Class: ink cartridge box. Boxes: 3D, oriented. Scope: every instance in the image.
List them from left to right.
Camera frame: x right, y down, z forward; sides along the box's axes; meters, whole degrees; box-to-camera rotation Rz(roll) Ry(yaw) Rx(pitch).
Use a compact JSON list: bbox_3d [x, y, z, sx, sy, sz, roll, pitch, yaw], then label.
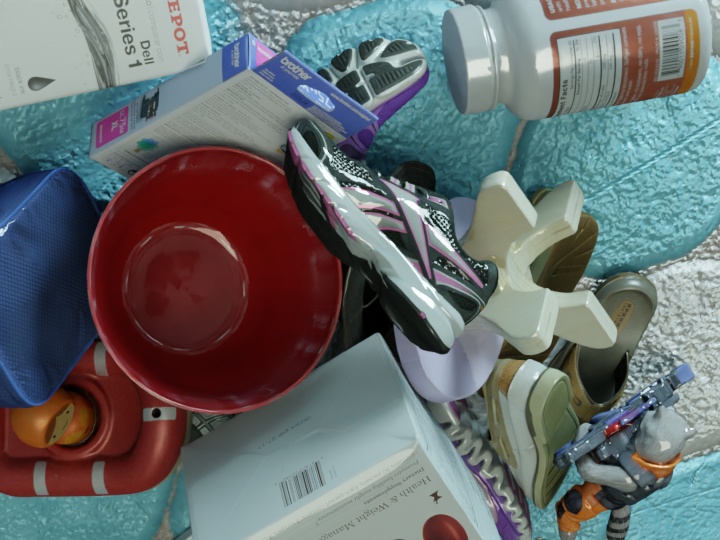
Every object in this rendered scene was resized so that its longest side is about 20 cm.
[{"bbox_3d":[-0.219,-0.212,1.013,0.198,0.085,0.147,-13,118,-5],"label":"ink cartridge box"},{"bbox_3d":[-0.098,-0.114,1.046,0.199,0.042,0.119,-22,146,31],"label":"ink cartridge box"}]

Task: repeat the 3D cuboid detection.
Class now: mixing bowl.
[{"bbox_3d":[-0.124,0.010,1.063,0.198,0.108,0.203,2,86,-22],"label":"mixing bowl"}]

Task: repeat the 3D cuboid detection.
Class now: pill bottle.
[{"bbox_3d":[0.171,-0.184,1.093,0.198,0.112,0.113,-10,117,-6],"label":"pill bottle"}]

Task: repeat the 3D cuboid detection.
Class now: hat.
[{"bbox_3d":[0.000,0.000,1.146,0.080,0.201,0.203,13,118,22],"label":"hat"}]

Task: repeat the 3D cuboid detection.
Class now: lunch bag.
[{"bbox_3d":[-0.290,0.022,1.042,0.131,0.200,0.137,-7,119,28],"label":"lunch bag"}]

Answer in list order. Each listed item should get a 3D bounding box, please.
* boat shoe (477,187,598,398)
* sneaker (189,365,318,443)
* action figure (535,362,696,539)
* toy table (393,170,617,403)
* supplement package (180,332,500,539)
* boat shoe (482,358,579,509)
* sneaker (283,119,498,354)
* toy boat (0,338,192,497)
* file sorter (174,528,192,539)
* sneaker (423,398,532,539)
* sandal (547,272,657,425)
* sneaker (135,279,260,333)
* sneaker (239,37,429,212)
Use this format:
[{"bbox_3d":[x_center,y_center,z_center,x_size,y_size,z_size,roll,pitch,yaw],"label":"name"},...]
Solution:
[{"bbox_3d":[0.148,0.024,1.224,0.073,0.063,0.201,3,120,-42],"label":"boat shoe"},{"bbox_3d":[-0.126,0.118,1.209,0.198,0.076,0.089,-4,102,-15],"label":"sneaker"},{"bbox_3d":[0.256,0.176,1.252,0.199,0.105,0.194,-29,160,-31],"label":"action figure"},{"bbox_3d":[0.115,0.010,1.098,0.116,0.202,0.184,-19,135,34],"label":"toy table"},{"bbox_3d":[-0.006,0.201,1.072,0.190,0.147,0.201,-30,122,6],"label":"supplement package"},{"bbox_3d":[0.154,0.144,1.242,0.075,0.068,0.201,-50,149,-29],"label":"boat shoe"},{"bbox_3d":[0.024,-0.036,1.014,0.086,0.080,0.201,-38,88,-18],"label":"sneaker"},{"bbox_3d":[-0.240,0.119,1.108,0.198,0.131,0.132,-3,83,11],"label":"toy boat"},{"bbox_3d":[-0.058,0.275,1.259,0.199,0.125,0.139,-38,116,8],"label":"file sorter"},{"bbox_3d":[0.091,0.191,1.281,0.088,0.081,0.201,-31,113,12],"label":"sneaker"},{"bbox_3d":[0.224,0.097,1.269,0.081,0.055,0.201,17,116,-18],"label":"sandal"},{"bbox_3d":[-0.127,0.051,1.151,0.198,0.072,0.084,1,87,-12],"label":"sneaker"},{"bbox_3d":[-0.017,-0.111,1.122,0.200,0.081,0.083,-40,131,19],"label":"sneaker"}]
